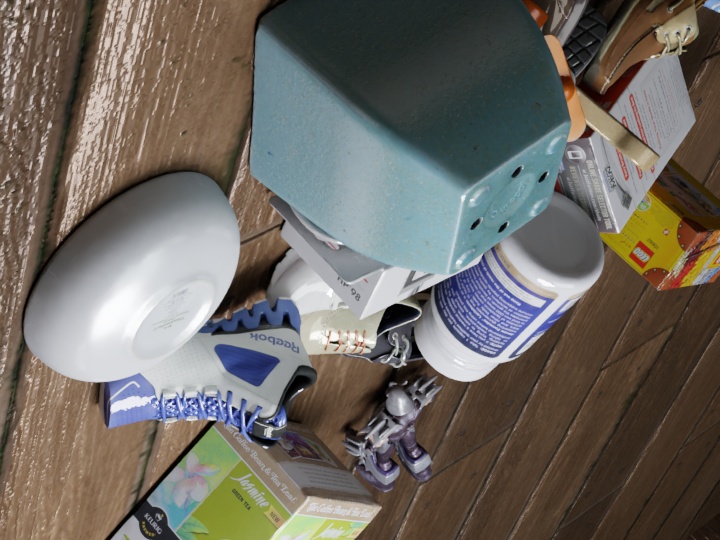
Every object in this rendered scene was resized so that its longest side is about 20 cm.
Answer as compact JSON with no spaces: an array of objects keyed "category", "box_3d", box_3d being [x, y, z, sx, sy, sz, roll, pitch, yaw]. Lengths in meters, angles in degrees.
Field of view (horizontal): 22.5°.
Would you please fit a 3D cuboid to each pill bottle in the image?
[{"category":"pill bottle","box_3d":[0.138,0.019,1.749,0.115,0.116,0.200,-24,162,-41]}]

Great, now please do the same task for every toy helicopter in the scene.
[{"category":"toy helicopter","box_3d":[0.173,-0.149,1.503,0.079,0.200,0.132,-51,-167,7]}]

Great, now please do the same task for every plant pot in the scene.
[{"category":"plant pot","box_3d":[0.052,-0.116,1.417,0.196,0.200,0.197,-35,156,-25]}]

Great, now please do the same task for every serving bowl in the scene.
[{"category":"serving bowl","box_3d":[-0.168,0.018,1.440,0.200,0.066,0.200,-37,156,-20]}]

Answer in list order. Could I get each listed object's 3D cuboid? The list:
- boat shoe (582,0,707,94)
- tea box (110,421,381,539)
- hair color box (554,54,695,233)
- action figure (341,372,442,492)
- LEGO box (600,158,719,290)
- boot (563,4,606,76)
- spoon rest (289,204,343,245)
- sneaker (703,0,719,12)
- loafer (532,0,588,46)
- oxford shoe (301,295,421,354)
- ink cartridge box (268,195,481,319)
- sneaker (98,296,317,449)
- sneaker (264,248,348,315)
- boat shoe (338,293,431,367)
[{"category":"boat shoe","box_3d":[0.288,-0.242,1.720,0.200,0.074,0.076,-51,174,-20]},{"category":"tea box","box_3d":[-0.115,0.261,1.855,0.197,0.134,0.200,-49,157,8]},{"category":"hair color box","box_3d":[0.253,-0.138,1.773,0.200,0.064,0.111,-51,130,-41]},{"category":"action figure","box_3d":[0.037,0.184,2.084,0.130,0.069,0.200,-29,150,-19]},{"category":"LEGO box","box_3d":[0.292,-0.076,1.901,0.149,0.200,0.077,-5,135,-56]},{"category":"boot","box_3d":[0.159,-0.165,1.715,0.200,0.070,0.132,-44,166,9]},{"category":"spoon rest","box_3d":[0.015,-0.093,1.548,0.200,0.099,0.061,-42,170,-38]},{"category":"sneaker","box_3d":[0.397,-0.339,1.794,0.200,0.077,0.076,-51,155,10]},{"category":"loafer","box_3d":[0.126,-0.188,1.600,0.071,0.073,0.201,16,106,-37]},{"category":"oxford shoe","box_3d":[-0.022,0.049,1.734,0.200,0.074,0.071,-28,152,-35]},{"category":"ink cartridge box","box_3d":[0.013,-0.034,1.600,0.200,0.116,0.067,-24,151,-41]},{"category":"sneaker","box_3d":[-0.120,0.103,1.571,0.199,0.115,0.081,-20,149,-20]},{"category":"sneaker","box_3d":[0.000,0.000,1.682,0.200,0.081,0.077,-27,154,-31]},{"category":"boat shoe","box_3d":[0.038,0.066,1.881,0.200,0.063,0.073,-6,136,-57]}]
